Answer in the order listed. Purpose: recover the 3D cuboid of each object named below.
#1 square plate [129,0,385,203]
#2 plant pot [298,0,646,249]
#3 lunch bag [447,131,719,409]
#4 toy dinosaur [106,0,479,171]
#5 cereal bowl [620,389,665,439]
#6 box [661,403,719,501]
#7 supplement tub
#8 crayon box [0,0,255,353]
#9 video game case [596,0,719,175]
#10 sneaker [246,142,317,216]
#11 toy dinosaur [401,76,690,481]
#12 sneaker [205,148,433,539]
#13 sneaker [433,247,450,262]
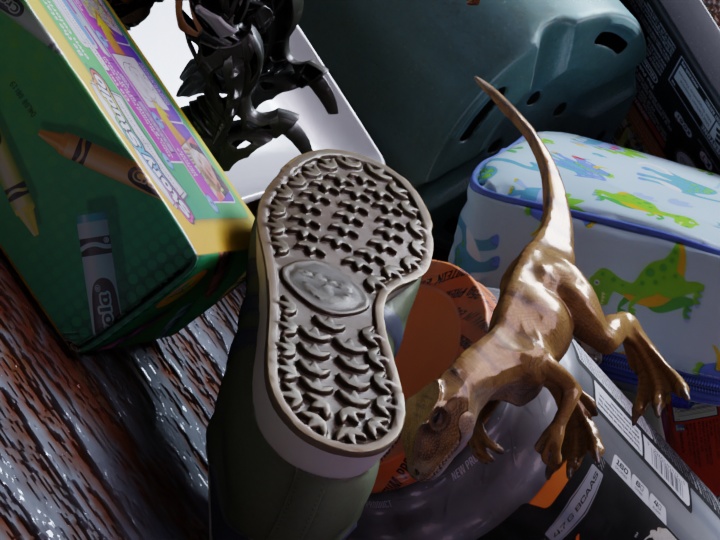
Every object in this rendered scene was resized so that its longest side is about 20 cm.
[{"bbox_3d":[-0.095,-0.106,1.128,0.201,0.028,0.198,56,29,10],"label":"square plate"},{"bbox_3d":[0.026,-0.127,1.313,0.196,0.200,0.200,47,6,26],"label":"plant pot"},{"bbox_3d":[0.128,-0.001,1.181,0.160,0.083,0.200,15,13,11],"label":"lunch bag"},{"bbox_3d":[-0.055,-0.115,1.018,0.199,0.137,0.102,18,32,32],"label":"toy dinosaur"},{"bbox_3d":[0.112,0.081,1.358,0.200,0.083,0.202,-10,90,-87],"label":"cereal bowl"},{"bbox_3d":[0.204,0.087,1.349,0.096,0.099,0.201,-97,175,-52],"label":"box"},{"bbox_3d":[0.061,0.090,1.075,0.200,0.122,0.123,45,13,-39],"label":"supplement tub"},{"bbox_3d":[-0.119,-0.070,0.947,0.201,0.058,0.119,56,10,5],"label":"crayon box"},{"bbox_3d":[0.133,-0.104,1.355,0.201,0.025,0.181,60,-21,17],"label":"video game case"},{"bbox_3d":[0.000,0.000,1.226,0.201,0.075,0.090,58,16,15],"label":"sneaker"},{"bbox_3d":[0.070,0.011,0.965,0.106,0.060,0.200,52,34,-21],"label":"toy dinosaur"},{"bbox_3d":[-0.022,0.038,0.927,0.067,0.090,0.201,21,28,-8],"label":"sneaker"},{"bbox_3d":[0.026,-0.029,1.438,0.082,0.078,0.200,57,10,22],"label":"sneaker"}]
